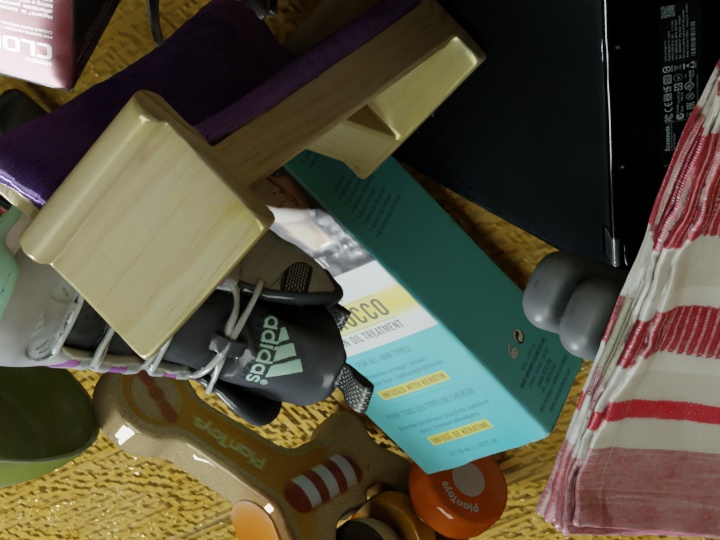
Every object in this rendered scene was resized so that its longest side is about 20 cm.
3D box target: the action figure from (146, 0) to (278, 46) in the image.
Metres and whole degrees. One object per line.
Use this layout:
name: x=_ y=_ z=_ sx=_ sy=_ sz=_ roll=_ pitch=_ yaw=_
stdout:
action figure: x=-0.026 y=-0.171 z=0.980 sx=0.200 sy=0.119 sz=0.102 roll=-40 pitch=130 yaw=14

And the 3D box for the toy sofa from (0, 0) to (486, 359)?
toy sofa: x=-0.045 y=-0.060 z=1.036 sx=0.098 sy=0.200 sz=0.083 roll=47 pitch=125 yaw=2

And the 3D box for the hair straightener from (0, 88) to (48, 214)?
hair straightener: x=-0.086 y=-0.013 z=1.238 sx=0.200 sy=0.041 sz=0.077 roll=40 pitch=134 yaw=-18

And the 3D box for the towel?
towel: x=0.160 y=0.017 z=1.071 sx=0.144 sy=0.023 sz=0.200 roll=5 pitch=115 yaw=-33

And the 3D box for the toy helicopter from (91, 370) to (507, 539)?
toy helicopter: x=-0.037 y=0.109 z=1.267 sx=0.200 sy=0.132 sz=0.079 roll=33 pitch=139 yaw=-11

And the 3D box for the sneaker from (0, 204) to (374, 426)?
sneaker: x=-0.060 y=0.019 z=1.062 sx=0.140 sy=0.200 sz=0.078 roll=32 pitch=113 yaw=13

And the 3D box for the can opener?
can opener: x=0.154 y=0.023 z=1.121 sx=0.200 sy=0.053 sz=0.067 roll=11 pitch=105 yaw=-35

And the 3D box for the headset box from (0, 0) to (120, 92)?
headset box: x=-0.112 y=-0.175 z=1.015 sx=0.075 sy=0.149 sz=0.200 roll=14 pitch=135 yaw=7

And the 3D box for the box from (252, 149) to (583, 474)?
box: x=0.000 y=0.000 z=1.204 sx=0.082 sy=0.049 sz=0.200 roll=-22 pitch=122 yaw=45

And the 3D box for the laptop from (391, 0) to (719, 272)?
laptop: x=0.109 y=-0.102 z=1.095 sx=0.200 sy=0.116 sz=0.187 roll=-11 pitch=133 yaw=-5

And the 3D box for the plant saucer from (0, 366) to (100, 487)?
plant saucer: x=-0.214 y=0.046 z=1.239 sx=0.200 sy=0.200 sz=0.031 roll=24 pitch=105 yaw=-2
